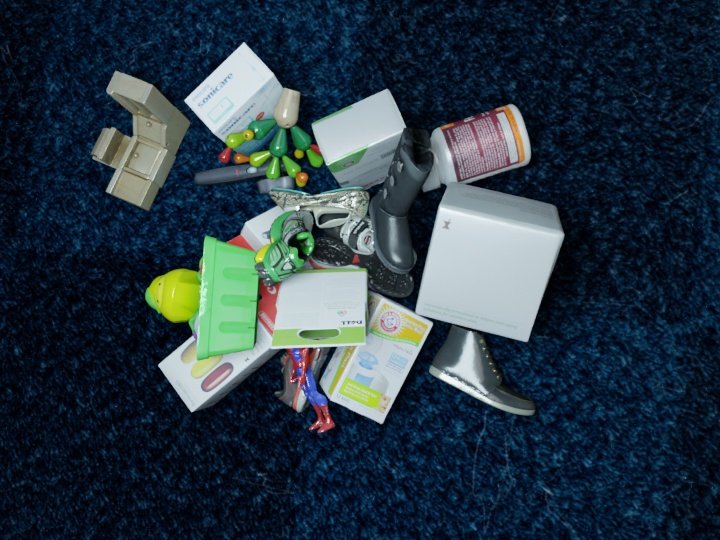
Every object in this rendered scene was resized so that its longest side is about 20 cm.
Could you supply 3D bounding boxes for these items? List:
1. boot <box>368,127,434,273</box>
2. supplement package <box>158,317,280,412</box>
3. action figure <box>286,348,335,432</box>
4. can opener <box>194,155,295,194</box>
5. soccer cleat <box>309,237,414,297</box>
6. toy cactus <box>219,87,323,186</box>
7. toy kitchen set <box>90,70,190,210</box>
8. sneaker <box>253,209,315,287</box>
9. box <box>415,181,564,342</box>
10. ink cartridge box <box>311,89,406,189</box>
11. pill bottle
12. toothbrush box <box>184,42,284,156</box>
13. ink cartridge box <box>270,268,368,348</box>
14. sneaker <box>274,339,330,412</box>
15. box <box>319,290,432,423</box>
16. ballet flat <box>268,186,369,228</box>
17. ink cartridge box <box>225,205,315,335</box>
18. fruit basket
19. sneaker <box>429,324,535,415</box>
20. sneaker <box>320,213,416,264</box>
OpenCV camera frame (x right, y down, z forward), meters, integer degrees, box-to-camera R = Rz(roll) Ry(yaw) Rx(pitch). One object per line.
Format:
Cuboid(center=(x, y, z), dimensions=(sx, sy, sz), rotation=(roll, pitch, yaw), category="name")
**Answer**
Cuboid(center=(0.078, -0.113, 1.032), dimensions=(0.065, 0.200, 0.165), rotation=(-7, 61, -26), category="boot")
Cuboid(center=(-0.250, 0.154, 1.154), dimensions=(0.200, 0.110, 0.114), rotation=(-40, 81, 3), category="supplement package")
Cuboid(center=(-0.100, 0.184, 1.086), dimensions=(0.052, 0.065, 0.201), rotation=(-16, 91, -22), category="action figure")
Cuboid(center=(-0.227, -0.187, 1.202), dimensions=(0.199, 0.063, 0.079), rotation=(-2, 86, 7), category="can opener")
Cuboid(center=(0.000, 0.000, 1.118), dimensions=(0.199, 0.073, 0.068), rotation=(20, 69, -1), category="soccer cleat")
Cuboid(center=(-0.143, -0.240, 1.105), dimensions=(0.199, 0.102, 0.166), rotation=(9, 107, -26), category="toy cactus")
Cuboid(center=(-0.466, -0.253, 1.177), dimensions=(0.163, 0.180, 0.201), rotation=(22, 84, 9), category="toy kitchen set")
Cuboid(center=(-0.107, -0.045, 1.046), dimensions=(0.085, 0.200, 0.078), rotation=(-20, 118, 20), category="sneaker")
Cuboid(center=(0.216, -0.021, 1.050), dimensions=(0.198, 0.171, 0.201), rotation=(14, 112, 8), category="box")
Cuboid(center=(0.010, -0.221, 1.108), dimensions=(0.146, 0.200, 0.085), rotation=(-23, 80, 4), category="ink cartridge box")
Cuboid(center=(0.196, -0.218, 1.127), dimensions=(0.199, 0.114, 0.115), rotation=(-17, 84, 5), category="pill bottle")
Cuboid(center=(-0.211, -0.303, 1.140), dimensions=(0.146, 0.200, 0.085), rotation=(-43, 81, 1), category="toothbrush box")
Cuboid(center=(-0.061, 0.082, 0.998), dimensions=(0.147, 0.200, 0.076), rotation=(-2, 124, 2), category="ink cartridge box")
Cuboid(center=(-0.111, 0.160, 1.157), dimensions=(0.082, 0.077, 0.201), rotation=(18, 87, 14), category="sneaker")
Cuboid(center=(0.026, 0.149, 1.108), dimensions=(0.112, 0.101, 0.200), rotation=(28, 89, -17), category="box")
Cuboid(center=(-0.082, -0.117, 1.149), dimensions=(0.199, 0.068, 0.076), rotation=(2, 84, 15), category="ballet flat")
Cuboid(center=(-0.153, -0.006, 1.139), dimensions=(0.200, 0.045, 0.176), rotation=(48, 52, 8), category="ink cartridge box")
Cuboid(center=(-0.272, 0.044, 1.047), dimensions=(0.215, 0.156, 0.217), rotation=(0, 89, -7), category="fruit basket")
Cuboid(center=(0.233, 0.178, 1.109), dimensions=(0.199, 0.075, 0.107), rotation=(24, 92, 9), category="sneaker")
Cuboid(center=(0.012, -0.065, 1.152), dimensions=(0.199, 0.089, 0.074), rotation=(25, 90, 10), category="sneaker")
